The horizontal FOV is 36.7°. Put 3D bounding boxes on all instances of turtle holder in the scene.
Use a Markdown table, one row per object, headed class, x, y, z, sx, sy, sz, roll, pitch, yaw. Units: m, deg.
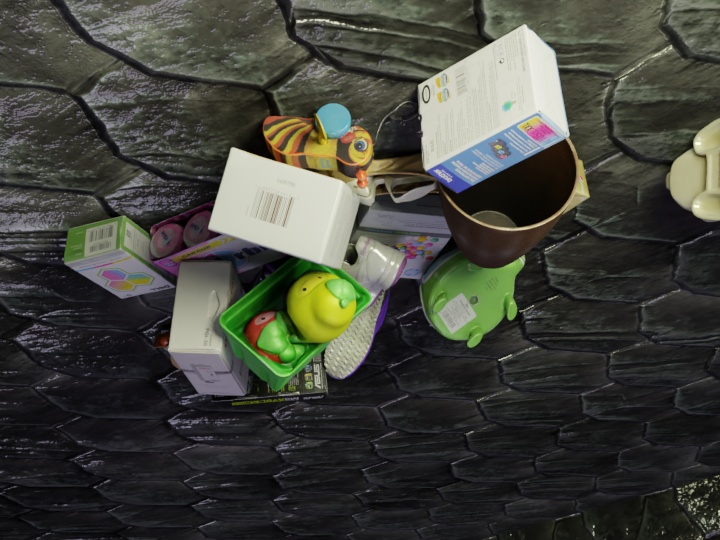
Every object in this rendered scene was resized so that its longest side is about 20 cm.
| class | x | y | z | sx | sy | sz | roll | pitch | yaw |
| --- | --- | --- | --- | --- | --- | --- | --- | --- | --- |
| turtle holder | 0.173 | 0.015 | 1.729 | 0.140 | 0.132 | 0.187 | 22 | 102 | -22 |

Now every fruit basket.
| class | x | y | z | sx | sy | sz | roll | pitch | yaw |
| --- | --- | --- | --- | --- | --- | --- | --- | --- | --- |
| fruit basket | -0.080 | 0.054 | 1.526 | 0.216 | 0.155 | 0.216 | -46 | 163 | -19 |

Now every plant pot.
| class | x | y | z | sx | sy | sz | roll | pitch | yaw |
| --- | --- | --- | --- | --- | --- | --- | --- | --- | --- |
| plant pot | 0.188 | -0.088 | 1.474 | 0.185 | 0.189 | 0.201 | -5 | 153 | -2 |

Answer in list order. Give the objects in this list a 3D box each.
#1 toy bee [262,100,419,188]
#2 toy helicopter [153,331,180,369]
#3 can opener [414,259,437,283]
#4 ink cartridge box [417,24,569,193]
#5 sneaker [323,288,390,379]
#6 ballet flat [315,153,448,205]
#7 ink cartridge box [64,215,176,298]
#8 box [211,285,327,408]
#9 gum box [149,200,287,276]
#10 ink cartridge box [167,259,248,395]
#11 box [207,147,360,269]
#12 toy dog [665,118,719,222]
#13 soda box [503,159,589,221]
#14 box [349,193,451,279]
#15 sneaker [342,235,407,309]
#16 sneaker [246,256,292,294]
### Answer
| class | x | y | z | sx | sy | sz | roll | pitch | yaw |
| --- | --- | --- | --- | --- | --- | --- | --- | --- | --- |
| toy bee | -0.027 | -0.158 | 1.386 | 0.198 | 0.110 | 0.131 | -16 | 151 | 21 |
| toy helicopter | -0.297 | 0.117 | 1.936 | 0.131 | 0.079 | 0.201 | 11 | 139 | -12 |
| can opener | 0.162 | 0.042 | 1.859 | 0.053 | 0.068 | 0.199 | -23 | 149 | 29 |
| ink cartridge box | 0.145 | -0.189 | 1.327 | 0.199 | 0.138 | 0.076 | -24 | 143 | 32 |
| sneaker | 0.005 | 0.095 | 1.808 | 0.069 | 0.202 | 0.100 | 19 | 166 | 17 |
| ballet flat | 0.030 | -0.124 | 1.514 | 0.198 | 0.064 | 0.069 | -9 | 153 | 7 |
| ink cartridge box | -0.349 | -0.007 | 1.663 | 0.103 | 0.060 | 0.200 | -11 | 153 | 21 |
| box | -0.156 | 0.121 | 1.805 | 0.191 | 0.202 | 0.048 | -6 | 157 | -1 |
| gum box | -0.208 | -0.046 | 1.615 | 0.198 | 0.067 | 0.113 | -19 | 151 | 25 |
| ink cartridge box | -0.222 | 0.089 | 1.642 | 0.082 | 0.148 | 0.200 | 1 | 156 | 6 |
| box | -0.093 | -0.076 | 1.410 | 0.151 | 0.107 | 0.200 | 17 | 180 | 6 |
| toy dog | 0.558 | -0.116 | 1.556 | 0.198 | 0.141 | 0.194 | 6 | 164 | -21 |
| soda box | 0.243 | -0.098 | 1.606 | 0.067 | 0.065 | 0.200 | 14 | 148 | -33 |
| box | 0.053 | -0.053 | 1.683 | 0.154 | 0.042 | 0.200 | 5 | 152 | -18 |
| sneaker | 0.000 | 0.000 | 1.681 | 0.099 | 0.075 | 0.200 | 30 | 150 | -7 |
| sneaker | -0.128 | -0.004 | 1.690 | 0.083 | 0.081 | 0.200 | -3 | 151 | -42 |
